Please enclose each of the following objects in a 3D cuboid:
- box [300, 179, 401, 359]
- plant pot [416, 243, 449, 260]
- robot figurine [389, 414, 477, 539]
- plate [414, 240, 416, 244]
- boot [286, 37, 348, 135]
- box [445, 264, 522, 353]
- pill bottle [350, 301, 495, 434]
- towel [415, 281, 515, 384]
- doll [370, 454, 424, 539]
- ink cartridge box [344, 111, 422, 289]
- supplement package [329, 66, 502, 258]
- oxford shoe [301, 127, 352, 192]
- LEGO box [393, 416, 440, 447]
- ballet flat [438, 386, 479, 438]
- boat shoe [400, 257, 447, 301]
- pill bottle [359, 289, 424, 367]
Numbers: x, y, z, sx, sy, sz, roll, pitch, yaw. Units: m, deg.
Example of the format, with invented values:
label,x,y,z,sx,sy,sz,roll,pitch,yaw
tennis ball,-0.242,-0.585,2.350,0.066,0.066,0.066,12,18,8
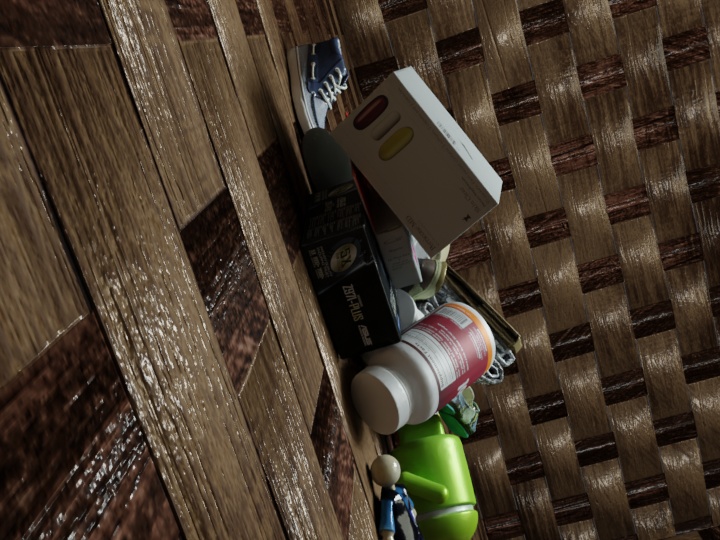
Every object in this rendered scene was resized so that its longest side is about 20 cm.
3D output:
label,x,y,z,sx,sy,sz,roll,pitch,yaw
box,-0.010,-0.009,1.079,0.201,0.084,0.167,-90,162,-67
plant pot,0.099,-0.052,1.576,0.200,0.183,0.191,-106,179,-79
robot figurine,0.108,0.323,1.200,0.176,0.113,0.204,71,6,-68
plate,0.088,-0.079,1.306,0.200,0.032,0.202,106,10,-65
boot,-0.060,-0.285,1.268,0.073,0.088,0.203,63,13,-59
box,0.202,0.066,1.332,0.163,0.021,0.200,46,2,15
pill bottle,0.082,0.131,1.075,0.198,0.112,0.115,-29,107,-39
towel,0.136,0.105,1.335,0.200,0.086,0.165,45,-19,-14
doll,0.057,0.333,1.029,0.204,0.048,0.136,69,16,1
ink cartridge box,0.029,-0.103,1.083,0.202,0.043,0.176,-97,169,-56
supplement package,0.077,-0.143,1.034,0.201,0.110,0.156,49,20,-4
oxford shoe,-0.032,-0.125,1.224,0.202,0.071,0.071,58,-8,-19
LEGO box,0.094,0.236,1.441,0.150,0.076,0.203,66,10,-52
ballet flat,0.136,0.189,1.223,0.201,0.073,0.076,56,19,-57
boat shoe,0.064,0.017,1.242,0.200,0.065,0.073,-31,-145,64
pill bottle,0.059,0.123,1.230,0.202,0.114,0.118,68,9,-49
